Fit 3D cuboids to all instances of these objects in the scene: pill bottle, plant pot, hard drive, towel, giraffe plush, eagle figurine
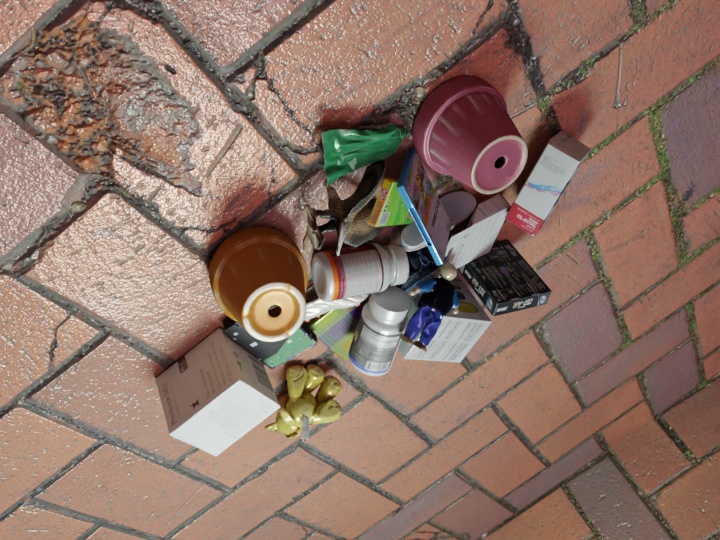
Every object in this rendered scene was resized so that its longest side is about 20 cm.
[{"bbox_3d":[0.046,0.140,1.587,0.112,0.114,0.202,-4,130,-28],"label":"pill bottle"},{"bbox_3d":[0.227,-0.253,1.336,0.198,0.180,0.202,-16,135,-17],"label":"plant pot"},{"bbox_3d":[0.000,0.000,1.495,0.198,0.110,0.110,-10,134,-23],"label":"pill bottle"},{"bbox_3d":[-0.202,0.142,1.547,0.139,0.038,0.200,-29,137,11],"label":"hard drive"},{"bbox_3d":[-0.032,0.142,1.678,0.143,0.023,0.200,-38,137,8],"label":"towel"},{"bbox_3d":[-0.155,0.356,1.719,0.171,0.201,0.162,31,141,-13],"label":"giraffe plush"},{"bbox_3d":[-0.187,0.041,1.329,0.197,0.183,0.203,-8,117,-16],"label":"plant pot"},{"bbox_3d":[-0.020,-0.123,1.348,0.198,0.151,0.153,-20,98,-22],"label":"eagle figurine"}]

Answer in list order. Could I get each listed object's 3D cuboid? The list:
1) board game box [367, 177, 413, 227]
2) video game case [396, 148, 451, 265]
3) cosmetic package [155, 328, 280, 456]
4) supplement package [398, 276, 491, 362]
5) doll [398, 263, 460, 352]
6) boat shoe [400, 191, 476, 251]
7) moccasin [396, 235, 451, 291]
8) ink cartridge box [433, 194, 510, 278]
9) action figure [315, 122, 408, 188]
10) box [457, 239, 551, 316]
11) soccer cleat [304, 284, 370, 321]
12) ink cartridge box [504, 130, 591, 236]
[{"bbox_3d":[0.082,-0.141,1.402,0.199,0.030,0.097,-10,125,-62],"label":"board game box"},{"bbox_3d":[0.134,-0.131,1.394,0.018,0.144,0.201,-14,124,27],"label":"video game case"},{"bbox_3d":[-0.321,0.275,1.524,0.199,0.165,0.165,-38,138,5],"label":"cosmetic package"},{"bbox_3d":[0.185,0.120,1.686,0.198,0.152,0.151,9,126,-37],"label":"supplement package"},{"bbox_3d":[0.159,0.075,1.514,0.135,0.048,0.202,28,91,-24],"label":"doll"},{"bbox_3d":[0.171,-0.110,1.535,0.198,0.074,0.065,-29,167,-10],"label":"boat shoe"},{"bbox_3d":[0.132,-0.016,1.580,0.200,0.081,0.068,-48,141,16],"label":"moccasin"},{"bbox_3d":[0.245,-0.075,1.566,0.198,0.057,0.163,-22,149,-28],"label":"ink cartridge box"},{"bbox_3d":[0.010,-0.242,1.313,0.198,0.055,0.119,-21,136,-23],"label":"action figure"},{"bbox_3d":[0.341,0.013,1.644,0.158,0.201,0.044,-11,135,-23],"label":"box"},{"bbox_3d":[-0.059,0.053,1.545,0.198,0.070,0.078,-21,134,-8],"label":"soccer cleat"},{"bbox_3d":[0.425,-0.198,1.533,0.146,0.082,0.201,-36,156,-55],"label":"ink cartridge box"}]
